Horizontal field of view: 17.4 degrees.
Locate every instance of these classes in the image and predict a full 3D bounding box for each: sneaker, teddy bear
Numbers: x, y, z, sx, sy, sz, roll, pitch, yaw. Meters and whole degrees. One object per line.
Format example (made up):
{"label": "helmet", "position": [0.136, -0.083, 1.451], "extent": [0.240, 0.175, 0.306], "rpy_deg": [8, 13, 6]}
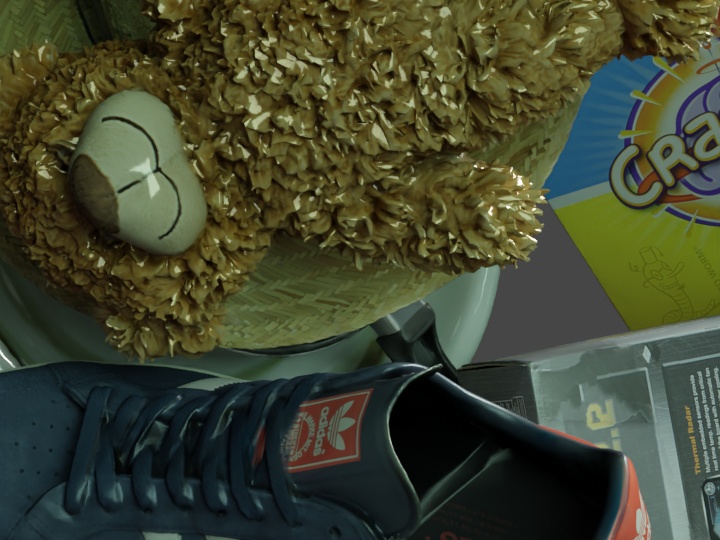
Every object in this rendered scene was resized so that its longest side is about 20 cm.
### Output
{"label": "sneaker", "position": [-0.020, 0.051, 0.616], "extent": [0.199, 0.085, 0.075], "rpy_deg": [8, 63, -1]}
{"label": "teddy bear", "position": [-0.005, -0.055, 0.592], "extent": [0.199, 0.067, 0.146], "rpy_deg": [-15, 115, 1]}

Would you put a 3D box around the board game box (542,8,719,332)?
{"label": "board game box", "position": [0.139, -0.043, 0.788], "extent": [0.200, 0.153, 0.040], "rpy_deg": [57, 30, -2]}

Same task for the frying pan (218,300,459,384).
{"label": "frying pan", "position": [-0.015, 0.004, 0.713], "extent": [0.115, 0.031, 0.191], "rpy_deg": [-19, 82, -29]}

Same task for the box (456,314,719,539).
{"label": "box", "position": [0.123, 0.113, 0.715], "extent": [0.158, 0.048, 0.201], "rpy_deg": [-10, 89, -25]}

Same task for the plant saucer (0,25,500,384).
{"label": "plant saucer", "position": [-0.052, -0.023, 0.743], "extent": [0.199, 0.050, 0.201], "rpy_deg": [7, 74, -26]}

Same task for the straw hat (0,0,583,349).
{"label": "straw hat", "position": [-0.036, -0.086, 0.659], "extent": [0.200, 0.085, 0.202], "rpy_deg": [-3, 117, -6]}
